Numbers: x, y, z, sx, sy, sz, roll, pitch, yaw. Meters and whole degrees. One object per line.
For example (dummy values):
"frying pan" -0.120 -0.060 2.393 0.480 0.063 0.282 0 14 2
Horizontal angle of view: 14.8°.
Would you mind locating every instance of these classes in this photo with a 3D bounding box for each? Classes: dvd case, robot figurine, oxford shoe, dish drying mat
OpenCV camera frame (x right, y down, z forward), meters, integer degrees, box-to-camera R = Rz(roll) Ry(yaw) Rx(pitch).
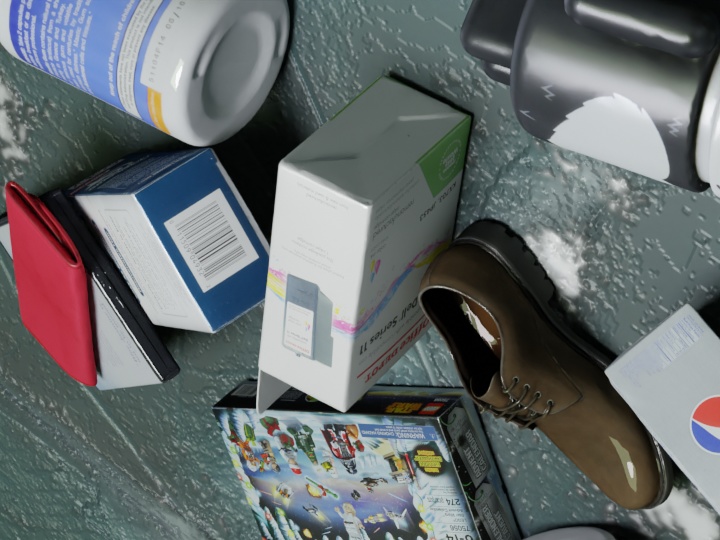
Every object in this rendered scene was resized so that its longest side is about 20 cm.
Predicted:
"dvd case" -0.187 0.016 1.849 0.143 0.018 0.200 57 164 -6
"robot figurine" 0.154 -0.108 1.423 0.200 0.150 0.125 20 122 21
"oxford shoe" 0.104 0.072 1.639 0.200 0.084 0.073 48 137 1
"dish drying mat" -0.201 0.012 1.819 0.077 0.018 0.200 49 161 18

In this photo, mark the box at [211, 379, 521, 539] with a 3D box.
"box" 0.006 0.142 1.809 0.200 0.040 0.137 -1 119 42

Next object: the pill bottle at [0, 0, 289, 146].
"pill bottle" -0.152 -0.162 1.677 0.200 0.112 0.112 28 134 25

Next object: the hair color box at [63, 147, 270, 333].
"hair color box" -0.121 -0.020 1.733 0.100 0.061 0.200 61 163 -11

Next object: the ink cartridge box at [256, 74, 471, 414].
"ink cartridge box" 0.000 0.000 1.652 0.067 0.117 0.200 26 134 21

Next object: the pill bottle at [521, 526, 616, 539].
"pill bottle" 0.144 0.270 1.722 0.113 0.113 0.200 -8 113 45

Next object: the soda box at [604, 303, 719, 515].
"soda box" 0.223 0.115 1.541 0.200 0.063 0.068 50 -179 12
